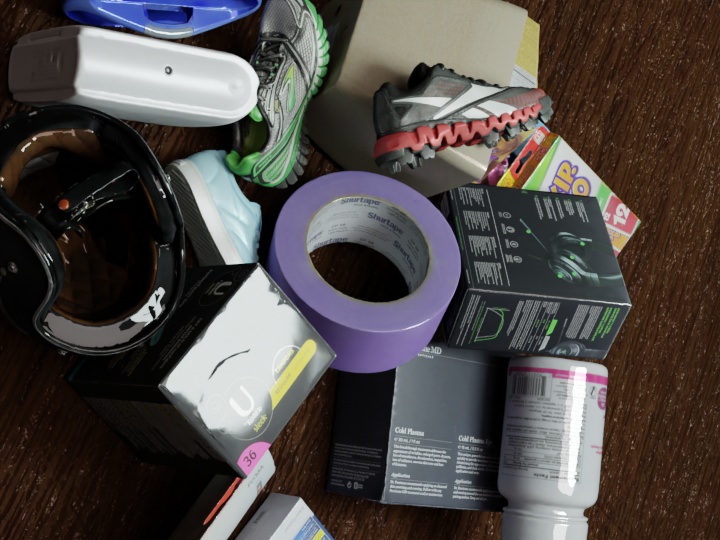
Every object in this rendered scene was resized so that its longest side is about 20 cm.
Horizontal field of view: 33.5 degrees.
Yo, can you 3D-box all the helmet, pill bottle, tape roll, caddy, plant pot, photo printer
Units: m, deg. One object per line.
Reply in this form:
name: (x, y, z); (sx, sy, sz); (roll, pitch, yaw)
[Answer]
helmet: (-0.251, -0.026, 1.056); (0.200, 0.199, 0.192); (-42, 155, -32)
pill bottle: (0.211, 0.201, 1.329); (0.112, 0.113, 0.203); (12, 81, -37)
tape roll: (0.000, 0.000, 1.255); (0.197, 0.085, 0.202); (7, 55, -11)
caddy: (-0.191, -0.275, 1.149); (0.198, 0.141, 0.106); (-5, 88, -37)
plant pot: (0.037, -0.208, 1.302); (0.176, 0.199, 0.202); (23, 73, -24)
photo printer: (-0.205, -0.176, 1.116); (0.198, 0.166, 0.070); (3, 93, -39)

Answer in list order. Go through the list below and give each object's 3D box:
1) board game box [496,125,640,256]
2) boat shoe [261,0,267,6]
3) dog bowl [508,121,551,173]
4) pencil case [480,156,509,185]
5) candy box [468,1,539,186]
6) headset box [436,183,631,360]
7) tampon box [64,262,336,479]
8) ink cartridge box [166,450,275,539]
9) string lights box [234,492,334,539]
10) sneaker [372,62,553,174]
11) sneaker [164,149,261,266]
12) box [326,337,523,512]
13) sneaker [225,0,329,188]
board game box: (0.249, -0.077, 1.425); (0.200, 0.030, 0.096); (39, 86, -30)
boat shoe: (-0.091, -0.361, 1.277); (0.073, 0.068, 0.201); (19, 52, -25)
dog bowl: (0.217, -0.102, 1.487); (0.049, 0.111, 0.201); (-38, 111, -19)
pencil case: (0.168, -0.045, 1.448); (0.091, 0.093, 0.202); (-44, 117, -50)
candy box: (0.148, -0.203, 1.378); (0.056, 0.117, 0.201); (31, 43, -19)
headset box: (0.188, -0.001, 1.321); (0.197, 0.093, 0.175); (4, 44, -12)
tampon box: (-0.153, 0.092, 1.122); (0.127, 0.199, 0.150); (51, 61, -24)
ink cartridge box: (-0.131, 0.237, 1.133); (0.050, 0.200, 0.163); (41, 63, -7)
string lights box: (-0.054, 0.345, 1.276); (0.103, 0.059, 0.201); (-50, 117, -30)
sneaker: (0.098, -0.165, 1.183); (0.198, 0.071, 0.099); (-15, 86, -18)
sneaker: (-0.125, -0.031, 1.229); (0.081, 0.074, 0.202); (-28, 105, -31)
box: (0.076, 0.172, 1.360); (0.198, 0.104, 0.185); (13, 81, -38)
sneaker: (-0.087, -0.185, 1.208); (0.085, 0.077, 0.203); (1, 97, -55)
